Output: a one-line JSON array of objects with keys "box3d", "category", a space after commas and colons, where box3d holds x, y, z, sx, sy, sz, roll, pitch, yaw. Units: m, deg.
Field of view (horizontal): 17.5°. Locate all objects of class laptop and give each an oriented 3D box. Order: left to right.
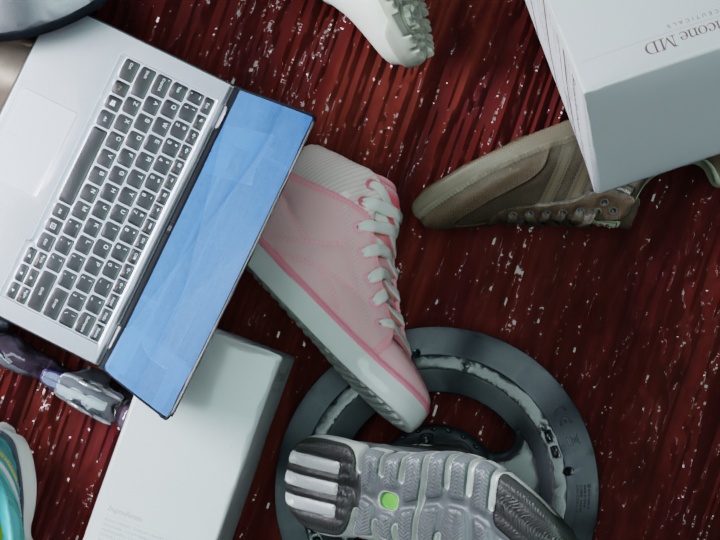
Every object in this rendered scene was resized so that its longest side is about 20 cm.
[{"box3d": [-0.144, -0.041, 1.347, 0.200, 0.116, 0.188, 26, 90, 8], "category": "laptop"}]

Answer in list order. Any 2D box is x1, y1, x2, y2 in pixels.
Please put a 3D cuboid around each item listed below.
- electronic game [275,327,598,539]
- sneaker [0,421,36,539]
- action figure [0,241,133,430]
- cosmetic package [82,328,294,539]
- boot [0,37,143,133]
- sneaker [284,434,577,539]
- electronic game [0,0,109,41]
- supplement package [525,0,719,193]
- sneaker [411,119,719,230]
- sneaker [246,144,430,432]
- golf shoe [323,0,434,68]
[{"box3d": [0.046, 0.135, 1.435, 0.199, 0.042, 0.201, -1, 83, 9], "category": "electronic game"}, {"box3d": [-0.233, 0.192, 1.426, 0.077, 0.080, 0.201, -7, 101, 1], "category": "sneaker"}, {"box3d": [-0.222, 0.032, 1.445, 0.199, 0.069, 0.131, 20, 97, 7], "category": "action figure"}, {"box3d": [-0.110, 0.132, 1.415, 0.081, 0.113, 0.201, 21, 91, 3], "category": "cosmetic package"}, {"box3d": [-0.213, -0.098, 1.455, 0.146, 0.070, 0.200, -31, 86, 7], "category": "boot"}, {"box3d": [0.063, 0.132, 1.340, 0.200, 0.115, 0.075, 17, 100, 37], "category": "sneaker"}, {"box3d": [-0.208, -0.226, 1.433, 0.199, 0.042, 0.201, -6, 61, 11], "category": "electronic game"}, {"box3d": [0.159, -0.169, 1.376, 0.117, 0.117, 0.201, -18, 60, 0], "category": "supplement package"}, {"box3d": [0.133, -0.054, 1.433, 0.199, 0.070, 0.076, -23, 88, 2], "category": "sneaker"}, {"box3d": [0.000, 0.000, 1.411, 0.105, 0.075, 0.200, -39, 60, -6], "category": "sneaker"}, {"box3d": [-0.032, -0.198, 1.454, 0.097, 0.078, 0.200, -35, 81, 17], "category": "golf shoe"}]
